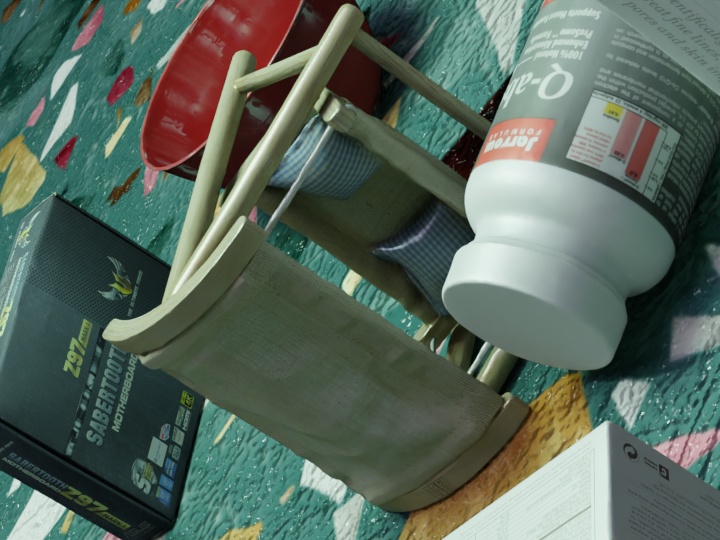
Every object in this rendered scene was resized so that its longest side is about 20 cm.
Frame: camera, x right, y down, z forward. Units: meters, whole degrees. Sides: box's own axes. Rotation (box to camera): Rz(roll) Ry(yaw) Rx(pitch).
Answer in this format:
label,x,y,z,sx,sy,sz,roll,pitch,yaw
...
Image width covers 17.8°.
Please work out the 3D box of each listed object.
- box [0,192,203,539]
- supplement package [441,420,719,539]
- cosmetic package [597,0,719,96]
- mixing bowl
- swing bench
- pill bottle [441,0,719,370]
label,x,y,z,sx,sy,sz,roll,pitch,yaw
box,-0.183,0.067,1.583,0.051,0.157,0.201,-35,31,40
supplement package,0.099,0.201,0.884,0.151,0.151,0.201,-40,29,34
cosmetic package,0.236,-0.189,1.088,0.165,0.164,0.201,-28,36,48
mixing bowl,-0.057,-0.129,1.642,0.200,0.108,0.201,-43,27,28
swing bench,0.000,0.000,1.263,0.130,0.198,0.201,-14,48,57
pill bottle,0.122,-0.057,1.202,0.116,0.116,0.201,-12,50,58
